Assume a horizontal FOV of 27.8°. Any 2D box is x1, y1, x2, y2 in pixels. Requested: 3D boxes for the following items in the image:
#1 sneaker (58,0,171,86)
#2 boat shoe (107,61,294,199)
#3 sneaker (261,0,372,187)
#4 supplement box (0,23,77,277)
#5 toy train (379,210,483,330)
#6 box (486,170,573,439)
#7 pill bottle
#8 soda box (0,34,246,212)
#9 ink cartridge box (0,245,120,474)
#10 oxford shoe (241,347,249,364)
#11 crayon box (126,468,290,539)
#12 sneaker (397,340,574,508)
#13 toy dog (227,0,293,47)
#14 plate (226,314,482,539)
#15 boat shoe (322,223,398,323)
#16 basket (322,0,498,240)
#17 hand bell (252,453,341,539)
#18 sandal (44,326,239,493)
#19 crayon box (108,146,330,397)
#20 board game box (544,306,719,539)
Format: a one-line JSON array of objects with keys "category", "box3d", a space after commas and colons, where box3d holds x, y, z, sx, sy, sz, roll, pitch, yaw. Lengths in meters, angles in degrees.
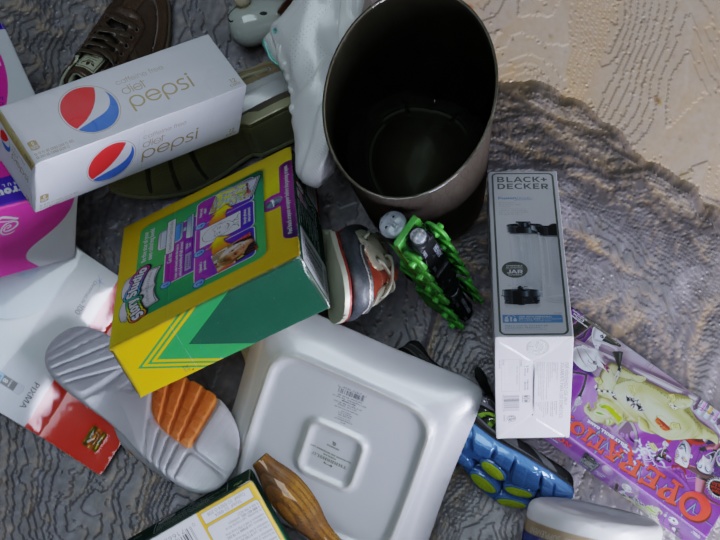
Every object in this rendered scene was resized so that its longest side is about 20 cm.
[{"category": "sneaker", "box3d": [-0.229, -0.182, 1.322, 0.070, 0.076, 0.202, 19, 80, 9]}, {"category": "boat shoe", "box3d": [-0.140, -0.127, 1.309, 0.198, 0.075, 0.069, -21, 56, -11]}, {"category": "sneaker", "box3d": [-0.045, -0.173, 1.236, 0.087, 0.075, 0.202, 9, 86, 7]}, {"category": "supplement box", "box3d": [-0.326, -0.103, 1.263, 0.100, 0.104, 0.201, -17, 61, -24]}, {"category": "toy train", "box3d": [0.058, -0.002, 1.199, 0.056, 0.200, 0.042, 34, 82, 24]}, {"category": "box", "box3d": [0.135, 0.024, 1.180, 0.059, 0.117, 0.201, -2, 41, 4]}, {"category": "pill bottle", "box3d": [0.171, 0.290, 1.158, 0.110, 0.111, 0.202, 10, 89, 7]}, {"category": "soda box", "box3d": [-0.196, -0.124, 1.205, 0.199, 0.064, 0.068, -25, 63, -27]}, {"category": "ink cartridge box", "box3d": [-0.273, 0.060, 1.286, 0.199, 0.047, 0.161, 30, 81, 13]}, {"category": "oxford shoe", "box3d": [-0.050, 0.090, 1.262, 0.074, 0.071, 0.201, -42, 77, 21]}, {"category": "crayon box", "box3d": [-0.096, 0.284, 1.199, 0.125, 0.052, 0.201, -29, 95, -2]}, {"category": "sneaker", "box3d": [0.103, 0.128, 1.224, 0.199, 0.071, 0.083, 36, 51, 0]}, {"category": "toy dog", "box3d": [-0.029, -0.273, 1.302, 0.199, 0.097, 0.132, -37, 45, -12]}, {"category": "plate", "box3d": [-0.020, 0.146, 1.201, 0.198, 0.032, 0.202, 23, 114, 10]}, {"category": "boat shoe", "box3d": [0.000, 0.000, 1.205, 0.062, 0.200, 0.072, 3, 98, -4]}, {"category": "basket", "box3d": [0.048, -0.107, 1.214, 0.134, 0.200, 0.182, 10, 73, 9]}, {"category": "hand bell", "box3d": [-0.018, 0.230, 1.178, 0.104, 0.104, 0.200, -39, 87, -5]}, {"category": "sandal", "box3d": [-0.182, 0.119, 1.250, 0.206, 0.059, 0.079, 34, 69, 22]}, {"category": "crayon box", "box3d": [-0.117, -0.004, 1.207, 0.171, 0.201, 0.059, -26, 119, 10]}, {"category": "board game box", "box3d": [0.226, 0.128, 1.213, 0.199, 0.032, 0.120, 36, 56, 11]}]
